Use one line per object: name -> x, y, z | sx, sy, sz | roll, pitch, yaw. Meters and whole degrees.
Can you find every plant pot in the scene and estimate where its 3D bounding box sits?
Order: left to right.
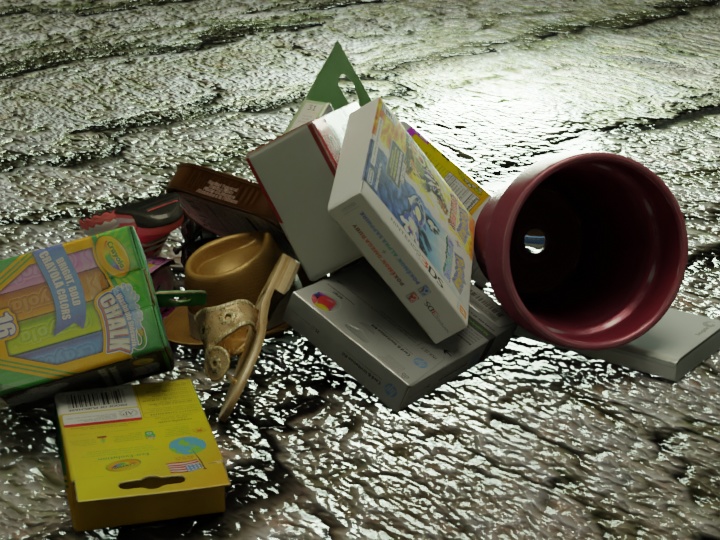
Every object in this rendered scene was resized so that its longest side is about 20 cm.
plant pot -> 0.206, -0.025, 1.518 | 0.200, 0.200, 0.179 | -6, 6, -17

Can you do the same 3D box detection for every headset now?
headset -> -0.171, -0.051, 1.812 | 0.123, 0.094, 0.200 | 3, 5, 18

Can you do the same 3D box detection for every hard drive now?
hard drive -> 0.271, 0.061, 1.566 | 0.200, 0.027, 0.132 | 16, 26, 33

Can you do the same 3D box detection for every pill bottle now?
pill bottle -> 0.089, -0.073, 1.699 | 0.200, 0.104, 0.104 | 42, 28, 1

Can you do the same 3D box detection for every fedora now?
fedora -> -0.126, 0.012, 1.555 | 0.200, 0.082, 0.201 | -10, 20, 4

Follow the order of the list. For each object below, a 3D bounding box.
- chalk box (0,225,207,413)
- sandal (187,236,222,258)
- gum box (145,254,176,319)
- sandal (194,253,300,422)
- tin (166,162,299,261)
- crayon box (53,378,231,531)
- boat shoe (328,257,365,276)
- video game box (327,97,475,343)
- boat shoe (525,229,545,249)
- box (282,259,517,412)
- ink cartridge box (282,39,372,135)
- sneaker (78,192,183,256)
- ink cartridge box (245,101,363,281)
chalk box -> -0.241, 0.040, 1.352 | 0.200, 0.124, 0.124 | -16, -11, -9
sandal -> -0.119, -0.009, 1.724 | 0.075, 0.045, 0.200 | 26, 17, 37
gum box -> -0.285, 0.036, 1.547 | 0.113, 0.066, 0.200 | 8, 22, 19
sandal -> -0.125, 0.053, 1.416 | 0.070, 0.078, 0.212 | 28, 45, -6
tin -> -0.130, -0.063, 1.639 | 0.200, 0.042, 0.112 | 18, -17, 33
crayon box -> -0.188, 0.160, 1.249 | 0.127, 0.051, 0.200 | -5, 21, -14
boat shoe -> 0.000, 0.000, 1.648 | 0.073, 0.075, 0.200 | 3, 20, 5
video game box -> 0.046, -0.053, 1.473 | 0.047, 0.182, 0.200 | -27, 27, 22
boat shoe -> 0.240, -0.064, 1.800 | 0.200, 0.072, 0.072 | 15, 21, 17
box -> 0.044, 0.050, 1.486 | 0.156, 0.041, 0.200 | 38, 36, 21
ink cartridge box -> -0.030, -0.169, 1.866 | 0.048, 0.146, 0.200 | 13, 62, 33
sneaker -> -0.244, -0.034, 1.655 | 0.074, 0.087, 0.200 | -21, 8, -31
ink cartridge box -> -0.027, -0.088, 1.543 | 0.084, 0.144, 0.200 | -26, 5, 16
